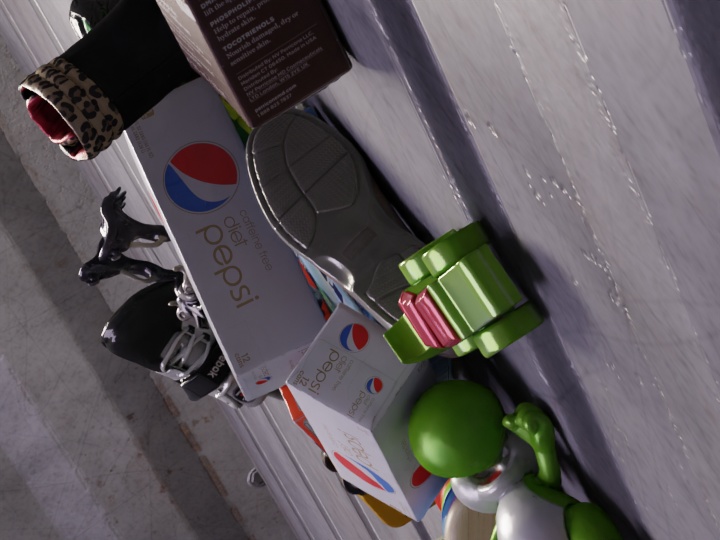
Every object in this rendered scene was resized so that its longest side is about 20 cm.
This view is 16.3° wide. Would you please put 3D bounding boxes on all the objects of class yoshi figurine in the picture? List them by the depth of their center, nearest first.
[{"bbox_3d":[0.089,0.138,1.517,0.200,0.112,0.112,54,156,39],"label":"yoshi figurine"}]

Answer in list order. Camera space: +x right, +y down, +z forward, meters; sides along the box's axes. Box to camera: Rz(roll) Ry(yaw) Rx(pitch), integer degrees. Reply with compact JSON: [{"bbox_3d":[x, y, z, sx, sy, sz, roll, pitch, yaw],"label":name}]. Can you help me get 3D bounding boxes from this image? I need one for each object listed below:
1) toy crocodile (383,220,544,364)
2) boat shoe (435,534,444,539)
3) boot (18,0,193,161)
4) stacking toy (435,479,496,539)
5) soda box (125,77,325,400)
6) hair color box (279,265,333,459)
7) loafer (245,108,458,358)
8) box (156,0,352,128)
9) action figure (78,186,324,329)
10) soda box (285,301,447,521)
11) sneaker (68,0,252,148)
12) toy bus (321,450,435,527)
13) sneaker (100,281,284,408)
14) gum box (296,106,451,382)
[{"bbox_3d":[0.051,0.018,1.381,0.068,0.062,0.200,57,172,-2],"label":"toy crocodile"},{"bbox_3d":[0.107,0.244,1.911,0.200,0.075,0.062,29,145,63],"label":"boat shoe"},{"bbox_3d":[-0.150,-0.143,1.602,0.073,0.151,0.200,54,168,-24],"label":"boot"},{"bbox_3d":[0.087,0.165,1.713,0.085,0.085,0.200,58,177,-7],"label":"stacking toy"},{"bbox_3d":[-0.087,-0.022,1.640,0.064,0.068,0.200,77,168,-71],"label":"soda box"},{"bbox_3d":[-0.028,0.056,1.837,0.102,0.061,0.200,48,-170,-40],"label":"hair color box"},{"bbox_3d":[-0.002,-0.018,1.556,0.200,0.072,0.063,49,176,31],"label":"loafer"},{"bbox_3d":[-0.087,-0.186,1.380,0.100,0.075,0.200,47,165,54],"label":"box"},{"bbox_3d":[-0.089,0.005,1.742,0.200,0.102,0.119,25,144,8],"label":"action figure"},{"bbox_3d":[0.013,0.095,1.617,0.068,0.064,0.200,29,167,20],"label":"soda box"},{"bbox_3d":[-0.142,-0.117,1.751,0.200,0.085,0.078,50,-138,-33],"label":"sneaker"},{"bbox_3d":[-0.008,0.120,2.087,0.200,0.078,0.065,60,172,-23],"label":"toy bus"},{"bbox_3d":[-0.106,0.059,1.846,0.089,0.074,0.200,48,-159,28],"label":"sneaker"},{"bbox_3d":[0.000,0.000,1.686,0.170,0.045,0.200,56,172,16],"label":"gum box"}]
